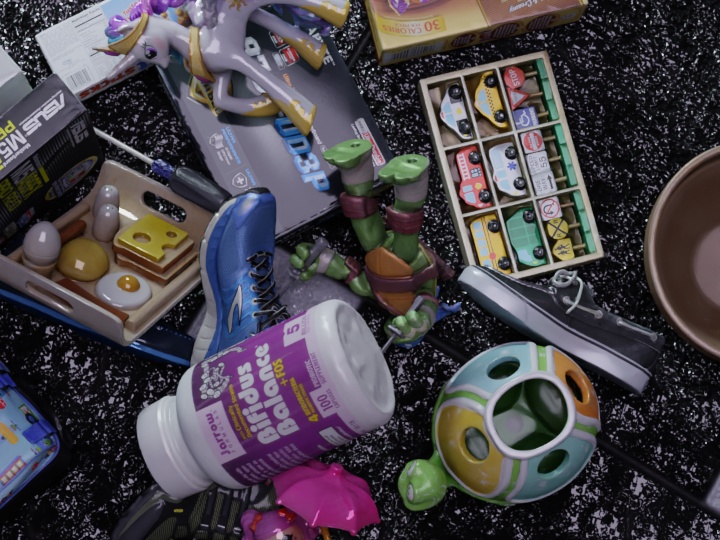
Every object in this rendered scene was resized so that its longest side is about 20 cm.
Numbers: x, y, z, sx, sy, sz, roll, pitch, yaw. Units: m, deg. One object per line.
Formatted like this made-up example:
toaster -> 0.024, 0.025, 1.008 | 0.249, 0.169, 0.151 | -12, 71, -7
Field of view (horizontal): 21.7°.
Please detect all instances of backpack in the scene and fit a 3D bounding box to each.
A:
backpack -> -0.369, 0.135, 1.604 | 0.182, 0.135, 0.200 | -40, 82, -9

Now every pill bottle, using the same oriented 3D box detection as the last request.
pill bottle -> -0.081, 0.112, 1.545 | 0.199, 0.112, 0.113 | -26, 83, 17

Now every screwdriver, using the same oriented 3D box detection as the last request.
screwdriver -> -0.200, -0.101, 1.685 | 0.199, 0.029, 0.028 | 27, 121, 15

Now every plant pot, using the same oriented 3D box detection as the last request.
plant pot -> 0.347, -0.009, 1.691 | 0.199, 0.093, 0.203 | 1, 80, -4

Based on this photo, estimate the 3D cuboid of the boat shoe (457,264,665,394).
boat shoe -> 0.183, 0.035, 1.675 | 0.198, 0.074, 0.068 | 29, 84, -5

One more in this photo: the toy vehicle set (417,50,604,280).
toy vehicle set -> 0.137, -0.092, 1.724 | 0.123, 0.027, 0.202 | -14, 82, -6

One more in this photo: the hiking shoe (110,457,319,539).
hiking shoe -> -0.118, 0.212, 1.635 | 0.199, 0.076, 0.101 | -27, 80, -8

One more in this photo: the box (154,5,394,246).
box -> -0.076, -0.135, 1.708 | 0.158, 0.046, 0.201 | -26, 83, -6

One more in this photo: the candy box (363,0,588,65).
candy box -> 0.100, -0.271, 1.737 | 0.198, 0.056, 0.118 | -13, 82, -4

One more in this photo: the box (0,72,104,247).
box -> -0.299, -0.080, 1.608 | 0.160, 0.200, 0.044 | -40, 85, -9

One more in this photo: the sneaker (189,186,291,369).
sneaker -> -0.088, 0.027, 1.622 | 0.089, 0.078, 0.202 | 18, 111, 36

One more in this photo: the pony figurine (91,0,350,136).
pony figurine -> -0.116, -0.230, 1.637 | 0.199, 0.166, 0.195 | 19, 86, -13

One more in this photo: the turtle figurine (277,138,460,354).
turtle figurine -> 0.000, 0.000, 1.620 | 0.198, 0.144, 0.195 | -11, 117, -13

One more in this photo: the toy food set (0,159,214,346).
toy food set -> -0.214, -0.024, 1.612 | 0.143, 0.061, 0.200 | 26, 36, 15

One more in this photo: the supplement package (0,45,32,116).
supplement package -> -0.408, -0.158, 1.627 | 0.191, 0.147, 0.200 | -39, 76, -8

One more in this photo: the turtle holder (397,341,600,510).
turtle holder -> 0.120, 0.133, 1.634 | 0.184, 0.132, 0.142 | -3, 82, -4

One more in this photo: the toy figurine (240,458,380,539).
toy figurine -> -0.041, 0.254, 1.589 | 0.199, 0.150, 0.186 | -15, 94, 19

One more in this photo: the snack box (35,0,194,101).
snack box -> -0.194, -0.228, 1.721 | 0.199, 0.024, 0.072 | -28, 71, -7

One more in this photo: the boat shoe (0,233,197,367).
boat shoe -> -0.230, 0.024, 1.656 | 0.199, 0.084, 0.069 | 24, 79, -2
